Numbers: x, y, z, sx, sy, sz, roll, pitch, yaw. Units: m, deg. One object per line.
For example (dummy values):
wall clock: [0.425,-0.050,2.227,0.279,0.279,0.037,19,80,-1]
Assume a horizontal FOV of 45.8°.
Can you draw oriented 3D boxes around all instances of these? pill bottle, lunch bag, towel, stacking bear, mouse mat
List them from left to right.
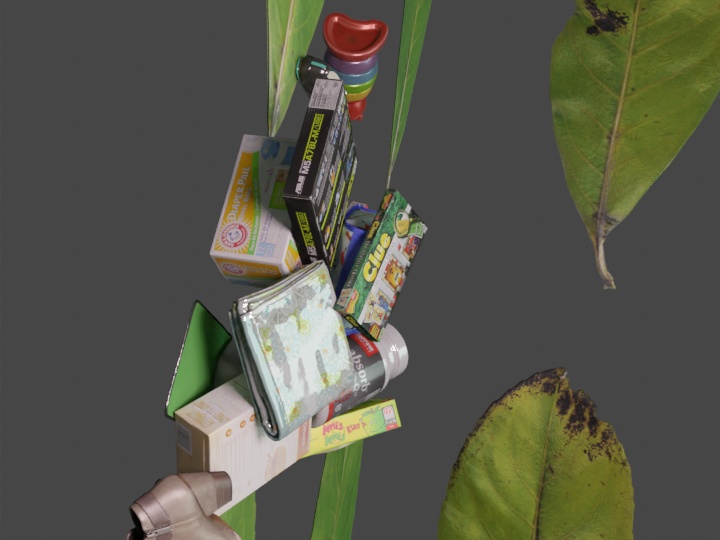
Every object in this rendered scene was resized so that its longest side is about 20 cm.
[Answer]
mouse mat: [-0.224,0.143,1.202,0.200,0.007,0.162,74,27,-69]
towel: [-0.086,0.104,1.155,0.171,0.048,0.201,-30,113,-42]
pill bottle: [-0.026,0.157,1.343,0.199,0.116,0.116,-24,128,-40]
stacking bear: [-0.021,-0.373,1.641,0.200,0.121,0.114,97,5,-54]
lunch bag: [0.000,0.000,1.345,0.200,0.123,0.171,-42,150,-75]

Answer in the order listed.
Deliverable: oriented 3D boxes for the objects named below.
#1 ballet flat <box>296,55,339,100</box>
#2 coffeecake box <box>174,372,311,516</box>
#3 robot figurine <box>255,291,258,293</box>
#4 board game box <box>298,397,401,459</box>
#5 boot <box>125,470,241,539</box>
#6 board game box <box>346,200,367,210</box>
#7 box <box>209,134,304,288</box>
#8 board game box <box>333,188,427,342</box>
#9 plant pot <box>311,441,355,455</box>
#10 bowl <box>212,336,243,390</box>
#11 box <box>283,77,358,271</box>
ballet flat: [-0.064,-0.318,1.532,0.200,0.068,0.068,57,42,-75]
coffeecake box: [-0.159,0.229,1.200,0.200,0.073,0.154,-27,132,-44]
robot figurine: [-0.125,0.001,1.494,0.200,0.058,0.146,-28,126,-77]
board game box: [-0.045,0.260,1.402,0.102,0.199,0.048,162,-86,-69]
boot: [-0.224,0.348,1.076,0.146,0.070,0.201,-16,106,-43]
board game box: [-0.041,-0.012,1.503,0.200,0.034,0.127,-53,146,-34]
box: [-0.130,-0.082,1.231,0.101,0.112,0.201,72,27,-64]
board game box: [0.033,-0.007,1.241,0.105,0.023,0.201,43,63,-43]
plant pot: [-0.097,0.204,1.527,0.200,0.199,0.185,-48,134,-72]
bowl: [-0.170,0.195,1.347,0.200,0.074,0.201,-59,158,-67]
box: [-0.051,-0.131,1.196,0.193,0.047,0.201,82,19,-62]
